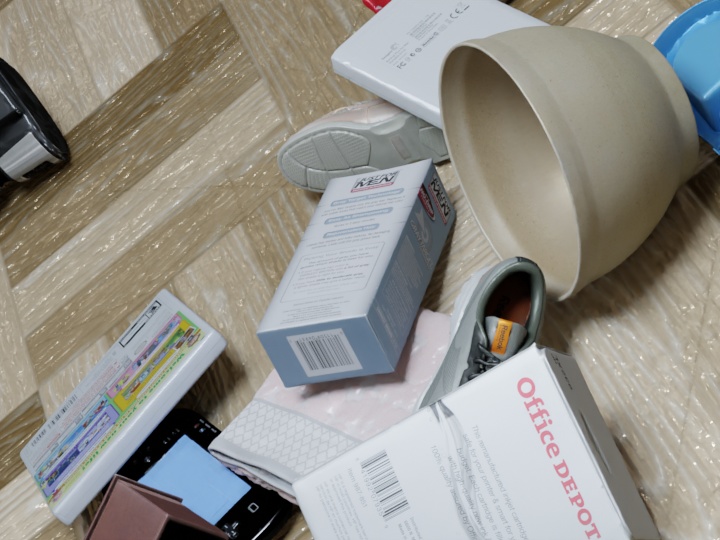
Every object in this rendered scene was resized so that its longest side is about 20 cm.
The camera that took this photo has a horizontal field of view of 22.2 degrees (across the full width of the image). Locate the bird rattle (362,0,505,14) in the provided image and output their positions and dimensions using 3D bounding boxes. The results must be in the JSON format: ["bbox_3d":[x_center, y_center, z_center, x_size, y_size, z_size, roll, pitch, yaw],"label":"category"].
[{"bbox_3d":[0.081,-0.285,1.656,0.162,0.113,0.201,-10,51,14],"label":"bird rattle"}]

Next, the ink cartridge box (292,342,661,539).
[{"bbox_3d":[0.077,0.161,1.219,0.199,0.084,0.146,-31,72,18],"label":"ink cartridge box"}]

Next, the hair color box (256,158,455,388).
[{"bbox_3d":[0.000,0.000,1.452,0.098,0.061,0.201,-10,35,27],"label":"hair color box"}]

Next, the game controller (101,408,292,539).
[{"bbox_3d":[-0.132,0.179,1.474,0.105,0.042,0.200,-51,39,-8],"label":"game controller"}]

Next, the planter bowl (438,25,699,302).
[{"bbox_3d":[0.163,-0.094,1.353,0.134,0.202,0.200,-23,35,-16],"label":"planter bowl"}]

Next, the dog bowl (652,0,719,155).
[{"bbox_3d":[0.292,-0.130,1.359,0.111,0.050,0.200,-42,38,3],"label":"dog bowl"}]

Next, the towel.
[{"bbox_3d":[-0.001,0.100,1.416,0.199,0.032,0.191,18,61,47],"label":"towel"}]

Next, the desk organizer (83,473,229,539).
[{"bbox_3d":[-0.184,0.266,1.383,0.077,0.071,0.201,23,87,48],"label":"desk organizer"}]

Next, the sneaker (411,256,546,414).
[{"bbox_3d":[0.085,0.079,1.310,0.079,0.073,0.202,124,164,-69],"label":"sneaker"}]

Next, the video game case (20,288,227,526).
[{"bbox_3d":[-0.207,0.113,1.580,0.200,0.022,0.182,-49,21,-5],"label":"video game case"}]

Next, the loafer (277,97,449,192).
[{"bbox_3d":[0.024,-0.119,1.589,0.199,0.072,0.063,-13,31,26],"label":"loafer"}]

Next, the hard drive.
[{"bbox_3d":[0.091,-0.172,1.524,0.199,0.026,0.132,31,62,32],"label":"hard drive"}]

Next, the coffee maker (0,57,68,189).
[{"bbox_3d":[-0.434,-0.135,1.911,0.200,0.192,0.135,-39,22,4],"label":"coffee maker"}]
